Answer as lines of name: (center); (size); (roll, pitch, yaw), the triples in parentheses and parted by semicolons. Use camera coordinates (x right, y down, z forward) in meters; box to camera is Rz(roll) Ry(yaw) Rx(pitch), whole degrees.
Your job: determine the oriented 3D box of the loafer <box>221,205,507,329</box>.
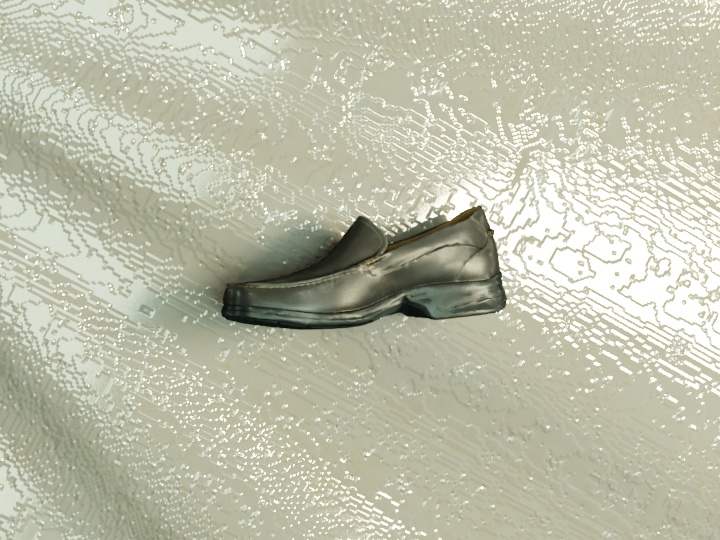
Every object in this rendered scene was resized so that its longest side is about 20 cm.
loafer: (0.000, 0.000, 1.730); (0.200, 0.073, 0.072); (-6, 94, -28)
